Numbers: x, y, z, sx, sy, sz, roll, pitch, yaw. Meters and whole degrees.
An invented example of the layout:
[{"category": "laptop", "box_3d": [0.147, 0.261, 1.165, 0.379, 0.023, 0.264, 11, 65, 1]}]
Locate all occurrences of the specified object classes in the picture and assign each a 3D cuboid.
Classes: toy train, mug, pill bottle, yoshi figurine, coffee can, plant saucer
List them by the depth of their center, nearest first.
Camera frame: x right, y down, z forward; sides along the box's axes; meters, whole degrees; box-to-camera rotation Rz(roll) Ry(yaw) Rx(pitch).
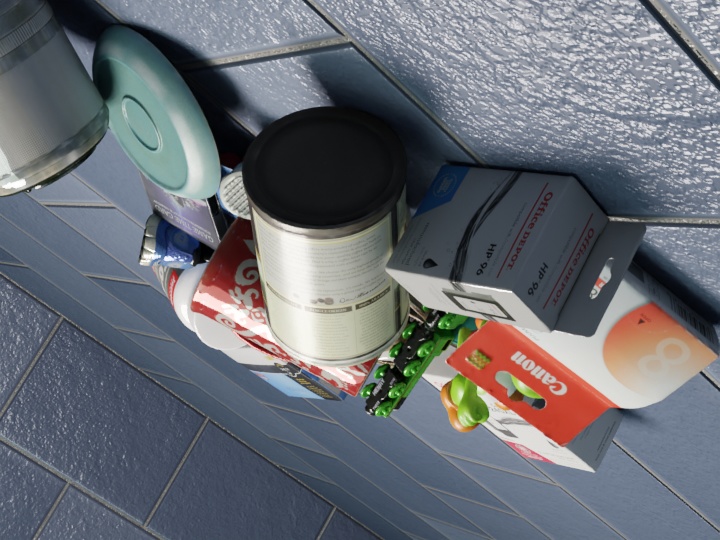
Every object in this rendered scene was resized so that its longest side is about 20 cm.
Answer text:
[{"category": "coffee can", "box_3d": [-0.027, -0.027, 1.257, 0.145, 0.147, 0.201, 24, 145, 21]}, {"category": "yoshi figurine", "box_3d": [0.151, 0.107, 1.362, 0.111, 0.113, 0.200, 14, 152, -3]}, {"category": "plant saucer", "box_3d": [-0.217, -0.155, 1.398, 0.200, 0.027, 0.201, 40, 151, 28]}, {"category": "mug", "box_3d": [-0.061, 0.037, 1.459, 0.199, 0.134, 0.178, 30, 175, 4]}, {"category": "toy train", "box_3d": [0.068, 0.081, 1.473, 0.056, 0.201, 0.042, -1, -139, -50]}, {"category": "pill bottle", "box_3d": [-0.193, 0.012, 1.729, 0.114, 0.114, 0.200, 41, -175, -33]}]

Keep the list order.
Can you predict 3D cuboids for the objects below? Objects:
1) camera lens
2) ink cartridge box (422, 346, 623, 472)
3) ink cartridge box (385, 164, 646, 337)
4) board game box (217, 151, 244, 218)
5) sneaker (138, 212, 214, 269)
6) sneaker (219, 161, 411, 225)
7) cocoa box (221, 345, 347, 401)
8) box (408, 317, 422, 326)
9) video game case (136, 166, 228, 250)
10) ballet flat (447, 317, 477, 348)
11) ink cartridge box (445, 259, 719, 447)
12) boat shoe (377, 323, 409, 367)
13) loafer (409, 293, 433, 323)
[{"category": "camera lens", "box_3d": [-0.359, -0.188, 1.373, 0.159, 0.160, 0.201, 10, 133, 52]}, {"category": "ink cartridge box", "box_3d": [0.188, 0.145, 1.612, 0.199, 0.084, 0.145, 38, 163, -26]}, {"category": "ink cartridge box", "box_3d": [0.128, -0.020, 1.151, 0.199, 0.117, 0.068, 10, 155, 49]}, {"category": "board game box", "box_3d": [-0.127, -0.097, 1.541, 0.157, 0.039, 0.200, 25, 167, -3]}, {"category": "sneaker", "box_3d": [-0.201, -0.044, 1.647, 0.088, 0.079, 0.200, 17, -157, 2]}, {"category": "sneaker", "box_3d": [-0.039, -0.084, 1.393, 0.198, 0.082, 0.075, 14, 121, 7]}, {"category": "cocoa box", "box_3d": [-0.078, 0.085, 1.828, 0.131, 0.134, 0.200, 35, 164, -19]}, {"category": "box", "box_3d": [-0.009, 0.031, 1.657, 0.198, 0.046, 0.159, 27, 166, -12]}, {"category": "video game case", "box_3d": [-0.208, -0.122, 1.473, 0.142, 0.019, 0.201, 29, 146, 41]}, {"category": "ballet flat", "box_3d": [0.156, 0.067, 1.471, 0.068, 0.069, 0.199, 27, 170, -41]}, {"category": "ink cartridge box", "box_3d": [0.197, 0.077, 1.234, 0.162, 0.200, 0.050, 36, -152, -18]}, {"category": "boat shoe", "box_3d": [-0.030, 0.064, 1.581, 0.198, 0.076, 0.068, 4, 157, 24]}, {"category": "loafer", "box_3d": [0.000, 0.000, 1.493, 0.198, 0.064, 0.072, 19, 170, 2]}]
